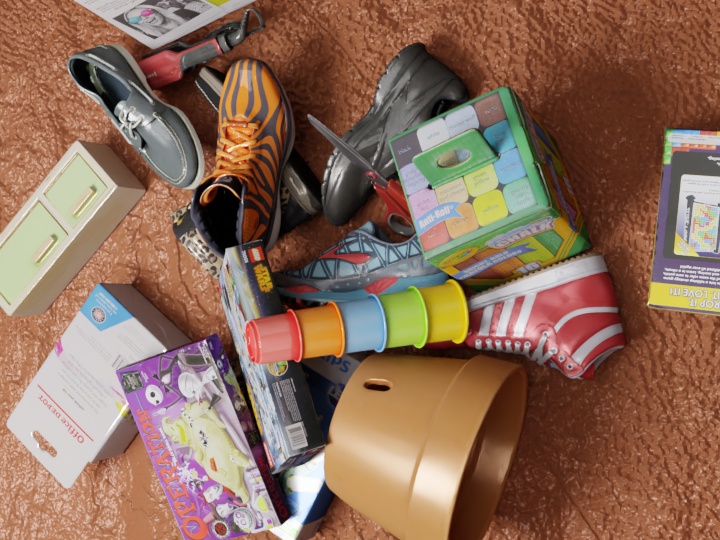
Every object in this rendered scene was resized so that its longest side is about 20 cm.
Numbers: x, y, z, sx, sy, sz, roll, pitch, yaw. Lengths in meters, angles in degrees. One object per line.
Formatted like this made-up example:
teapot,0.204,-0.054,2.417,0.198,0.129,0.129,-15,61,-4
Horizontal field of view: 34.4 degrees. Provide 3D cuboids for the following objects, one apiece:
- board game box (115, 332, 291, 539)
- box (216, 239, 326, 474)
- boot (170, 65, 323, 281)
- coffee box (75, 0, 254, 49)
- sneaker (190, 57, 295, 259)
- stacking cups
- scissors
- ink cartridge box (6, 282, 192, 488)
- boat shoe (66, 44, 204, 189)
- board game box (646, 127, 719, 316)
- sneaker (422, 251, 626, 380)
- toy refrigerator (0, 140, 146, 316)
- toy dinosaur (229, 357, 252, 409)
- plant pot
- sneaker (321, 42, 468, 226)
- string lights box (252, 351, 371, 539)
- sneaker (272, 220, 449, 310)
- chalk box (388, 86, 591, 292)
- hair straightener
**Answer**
board game box,-0.159,0.174,1.172,0.119,0.032,0.201,-20,95,29
box,-0.089,0.086,1.112,0.040,0.137,0.201,-15,78,-15
boot,-0.144,-0.100,1.228,0.150,0.073,0.200,-42,82,16
coffee box,-0.197,-0.378,1.163,0.199,0.198,0.201,-19,73,20
sneaker,-0.114,-0.105,1.123,0.077,0.112,0.202,0,96,14
stacking cups,-0.005,0.049,1.050,0.199,0.060,0.061,-7,87,-16
scissors,0.025,-0.087,1.112,0.073,0.200,0.014,6,59,36
ink cartridge box,-0.287,0.127,1.281,0.115,0.068,0.200,41,103,17
boat shoe,-0.236,-0.158,1.209,0.200,0.062,0.073,52,125,20
board game box,0.367,-0.038,1.040,0.199,0.057,0.167,7,94,20
sneaker,0.154,0.068,1.112,0.199,0.071,0.113,-22,79,17
toy refrigerator,-0.339,-0.045,1.300,0.200,0.070,0.076,-46,75,14
toy dinosaur,-0.140,0.119,1.222,0.199,0.088,0.048,-32,108,19
plant pot,0.057,0.163,1.082,0.139,0.200,0.201,17,96,21
sneaker,0.032,-0.123,1.160,0.091,0.076,0.201,35,103,12
string lights box,-0.055,0.166,1.197,0.102,0.059,0.201,29,100,21
sneaker,0.000,0.000,1.178,0.199,0.079,0.096,-2,71,23
chalk box,0.113,-0.073,1.049,0.124,0.200,0.125,-23,70,19
hair straightener,-0.168,-0.239,1.226,0.199,0.077,0.041,-18,110,42
